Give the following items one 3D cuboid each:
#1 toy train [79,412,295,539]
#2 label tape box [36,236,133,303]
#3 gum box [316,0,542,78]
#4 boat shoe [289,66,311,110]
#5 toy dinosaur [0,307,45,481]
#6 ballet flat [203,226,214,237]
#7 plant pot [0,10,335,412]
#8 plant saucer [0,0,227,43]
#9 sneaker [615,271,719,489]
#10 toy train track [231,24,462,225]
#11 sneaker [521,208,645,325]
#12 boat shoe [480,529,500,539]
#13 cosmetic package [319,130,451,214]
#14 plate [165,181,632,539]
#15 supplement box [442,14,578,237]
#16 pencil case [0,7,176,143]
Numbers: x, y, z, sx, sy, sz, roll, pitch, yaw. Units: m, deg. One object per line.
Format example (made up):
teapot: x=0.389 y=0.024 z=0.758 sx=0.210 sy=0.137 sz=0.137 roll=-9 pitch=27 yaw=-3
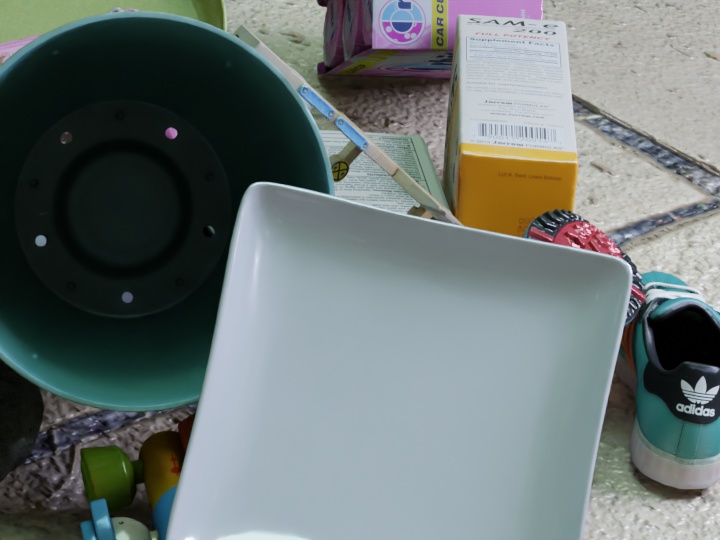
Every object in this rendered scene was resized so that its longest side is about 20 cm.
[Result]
toy train: x=-0.096 y=0.098 z=1.536 sx=0.115 sy=0.085 sz=0.200 roll=-13 pitch=32 yaw=-6
label tape box: x=-0.226 y=-0.020 z=1.727 sx=0.143 sy=0.066 sz=0.200 roll=-6 pitch=32 yaw=-23
gum box: x=0.042 y=-0.169 z=1.966 sx=0.113 sy=0.066 sz=0.200 roll=0 pitch=-2 yaw=-12
boat shoe: x=-0.134 y=-0.110 z=1.908 sx=0.199 sy=0.070 sz=0.066 roll=11 pitch=37 yaw=10
toy dinosaur: x=-0.209 y=0.072 z=1.555 sx=0.102 sy=0.077 sz=0.200 roll=-11 pitch=26 yaw=-2
ballet flat: x=-0.105 y=-0.017 z=1.752 sx=0.066 sy=0.057 sz=0.200 roll=-6 pitch=31 yaw=-23
plant pot: x=-0.122 y=-0.031 z=1.541 sx=0.200 sy=0.201 sz=0.161 roll=2 pitch=1 yaw=-8
plant saucer: x=-0.181 y=-0.141 z=1.884 sx=0.199 sy=0.031 sz=0.201 roll=-4 pitch=63 yaw=9
sneaker: x=0.185 y=0.041 z=1.676 sx=0.071 sy=0.080 sz=0.200 roll=8 pitch=28 yaw=-6
toy train track: x=-0.012 y=-0.066 z=1.605 sx=0.200 sy=0.033 sz=0.115 roll=41 pitch=3 yaw=-43
sneaker: x=0.092 y=0.044 z=1.635 sx=0.079 sy=0.096 sz=0.200 roll=38 pitch=39 yaw=-8
boat shoe: x=0.042 y=0.121 z=1.516 sx=0.067 sy=0.072 sz=0.200 roll=-19 pitch=36 yaw=-31
cosmetic package: x=0.000 y=0.000 z=1.711 sx=0.103 sy=0.087 sz=0.200 roll=4 pitch=28 yaw=-10
plate: x=0.020 y=0.071 z=1.440 sx=0.199 sy=0.201 sz=0.032 roll=12 pitch=-16 yaw=0
supplement box: x=0.089 y=-0.060 z=1.798 sx=0.073 sy=0.126 sz=0.200 roll=4 pitch=28 yaw=0
pencil case: x=-0.211 y=-0.103 z=1.806 sx=0.199 sy=0.083 sz=0.087 roll=-12 pitch=71 yaw=5
